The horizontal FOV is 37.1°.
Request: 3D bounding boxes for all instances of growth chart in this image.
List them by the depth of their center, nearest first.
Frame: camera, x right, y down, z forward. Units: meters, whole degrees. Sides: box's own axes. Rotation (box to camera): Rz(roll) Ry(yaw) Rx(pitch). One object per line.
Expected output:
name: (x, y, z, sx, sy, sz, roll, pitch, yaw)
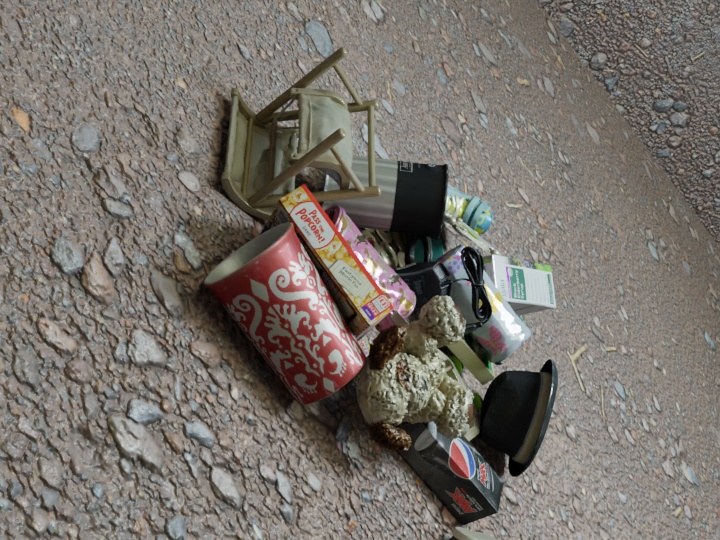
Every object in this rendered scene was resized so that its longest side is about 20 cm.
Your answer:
growth chart: (0.155, -0.085, 1.805, 0.145, 0.018, 0.200, 46, 9, 37)

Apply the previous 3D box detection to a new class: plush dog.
plush dog: (0.052, 0.142, 1.440, 0.172, 0.159, 0.202, -23, 110, -59)

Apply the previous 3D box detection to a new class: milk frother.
milk frother: (0.030, -0.076, 1.673, 0.181, 0.186, 0.202, -96, -167, -85)

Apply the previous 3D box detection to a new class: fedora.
fedora: (0.245, 0.228, 1.729, 0.091, 0.202, 0.201, 17, 36, -1)

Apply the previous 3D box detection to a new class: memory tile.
memory tile: (0.033, -0.087, 1.818, 0.153, 0.017, 0.201, 29, 40, -45)

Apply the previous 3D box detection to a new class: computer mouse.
computer mouse: (0.105, 0.046, 1.666, 0.046, 0.199, 0.141, -104, 174, -69)

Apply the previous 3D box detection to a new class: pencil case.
pencil case: (0.000, 0.000, 1.558, 0.200, 0.082, 0.087, 49, 54, -26)
pencil case: (0.190, 0.055, 1.748, 0.083, 0.091, 0.201, -38, 93, -27)

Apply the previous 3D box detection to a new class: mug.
mug: (-0.082, 0.049, 1.383, 0.201, 0.133, 0.178, 57, 30, -13)

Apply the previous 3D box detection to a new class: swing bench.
swing bench: (-0.085, -0.185, 1.542, 0.130, 0.199, 0.200, 54, 26, -42)

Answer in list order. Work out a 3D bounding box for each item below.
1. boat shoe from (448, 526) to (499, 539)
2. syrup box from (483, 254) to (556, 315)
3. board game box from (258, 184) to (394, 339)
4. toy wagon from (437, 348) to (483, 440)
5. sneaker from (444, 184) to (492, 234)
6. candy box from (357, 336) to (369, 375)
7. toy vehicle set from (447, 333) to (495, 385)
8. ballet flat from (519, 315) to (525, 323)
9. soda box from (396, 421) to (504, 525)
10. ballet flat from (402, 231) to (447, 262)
boat shoe: (0.182, 0.421, 1.560, 0.200, 0.072, 0.063, 32, 81, -50)
syrup box: (0.257, 0.028, 1.881, 0.199, 0.081, 0.079, 9, 71, -51)
board game box: (-0.051, 0.003, 1.430, 0.046, 0.152, 0.201, -34, 85, -24)
toy wagon: (0.123, 0.177, 1.691, 0.201, 0.039, 0.155, 62, 28, 5)
sneaker: (0.167, -0.117, 1.939, 0.130, 0.080, 0.200, 30, 12, 29)
candy box: (-0.045, 0.057, 1.540, 0.102, 0.026, 0.201, -2, 66, -63)
toy vehicle set: (0.171, 0.093, 1.819, 0.124, 0.026, 0.200, 48, 18, -21)
ballet flat: (0.252, 0.049, 1.982, 0.199, 0.069, 0.072, 30, 82, -39)
soda box: (0.124, 0.275, 1.563, 0.200, 0.071, 0.063, 50, 33, -18)
ballet flat: (0.100, -0.074, 1.837, 0.071, 0.070, 0.201, -12, 75, -61)
